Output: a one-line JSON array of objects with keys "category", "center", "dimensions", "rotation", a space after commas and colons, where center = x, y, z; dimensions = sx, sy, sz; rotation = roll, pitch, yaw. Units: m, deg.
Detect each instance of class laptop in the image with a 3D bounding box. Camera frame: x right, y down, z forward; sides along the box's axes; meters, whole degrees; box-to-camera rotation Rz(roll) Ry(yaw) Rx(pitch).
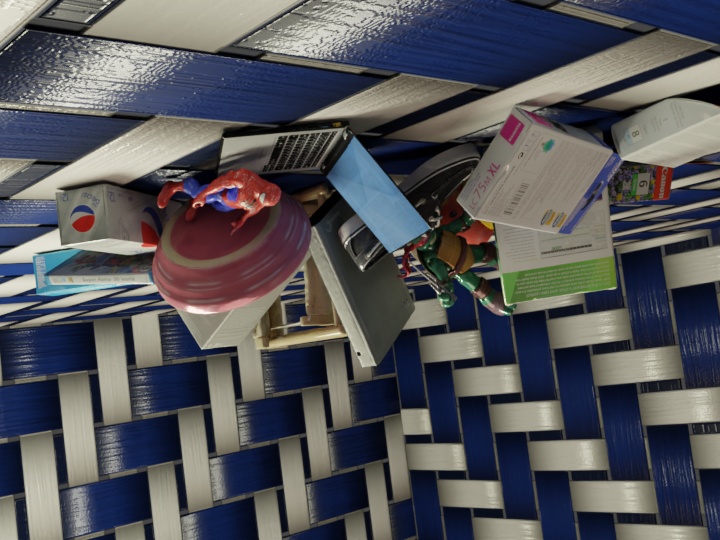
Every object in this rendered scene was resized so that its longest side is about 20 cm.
[{"category": "laptop", "center": [-0.048, -0.076, 0.996], "dimensions": [0.195, 0.119, 0.187], "rotation": [-7, 174, -12]}]

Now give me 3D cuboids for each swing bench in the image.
[{"category": "swing bench", "center": [-0.084, 0.000, 1.323], "dimensions": [0.196, 0.204, 0.129], "rotation": [-11, 174, 31]}]

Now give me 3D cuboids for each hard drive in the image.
[{"category": "hard drive", "center": [0.000, 0.000, 1.209], "dimensions": [0.032, 0.203, 0.140], "rotation": [-11, -156, 32]}]

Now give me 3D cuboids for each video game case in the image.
[{"category": "video game case", "center": [-0.316, -0.020, 1.286], "dimensions": [0.196, 0.018, 0.143], "rotation": [-1, -154, 31]}]

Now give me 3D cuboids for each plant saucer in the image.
[{"category": "plant saucer", "center": [-0.157, -0.038, 1.104], "dimensions": [0.196, 0.203, 0.051], "rotation": [-9, 133, 11]}]

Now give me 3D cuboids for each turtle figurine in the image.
[{"category": "turtle figurine", "center": [0.127, -0.022, 1.201], "dimensions": [0.198, 0.153, 0.100], "rotation": [26, 172, -38]}]

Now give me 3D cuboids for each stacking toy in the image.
[{"category": "stacking toy", "center": [0.157, -0.095, 1.282], "dimensions": [0.199, 0.149, 0.145], "rotation": [-34, 162, 31]}]

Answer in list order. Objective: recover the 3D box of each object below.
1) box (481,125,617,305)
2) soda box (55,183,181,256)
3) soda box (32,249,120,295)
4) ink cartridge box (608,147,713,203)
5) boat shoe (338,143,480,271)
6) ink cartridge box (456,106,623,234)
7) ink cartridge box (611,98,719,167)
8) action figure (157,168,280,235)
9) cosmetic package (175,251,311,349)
[{"category": "box", "center": [0.231, -0.064, 1.144], "dimensions": [0.141, 0.204, 0.036], "rotation": [-8, -159, 8]}, {"category": "soda box", "center": [-0.284, -0.057, 1.138], "dimensions": [0.067, 0.065, 0.200], "rotation": [-8, 175, 14]}, {"category": "soda box", "center": [-0.422, -0.005, 1.519], "dimensions": [0.195, 0.066, 0.068], "rotation": [-8, 176, 3]}, {"category": "ink cartridge box", "center": [0.345, -0.126, 1.225], "dimensions": [0.196, 0.052, 0.109], "rotation": [-5, -160, -20]}, {"category": "boat shoe", "center": [0.069, -0.073, 1.126], "dimensions": [0.198, 0.068, 0.072], "rotation": [-34, 162, 2]}, {"category": "ink cartridge box", "center": [0.205, -0.105, 1.045], "dimensions": [0.197, 0.042, 0.121], "rotation": [7, 123, -44]}, {"category": "ink cartridge box", "center": [0.406, -0.179, 1.063], "dimensions": [0.198, 0.048, 0.158], "rotation": [-26, 164, 38]}, {"category": "action figure", "center": [-0.148, -0.077, 1.017], "dimensions": [0.065, 0.053, 0.198], "rotation": [31, 158, -35]}, {"category": "cosmetic package", "center": [-0.160, 0.000, 1.253], "dimensions": [0.200, 0.108, 0.090], "rotation": [-46, 157, 23]}]
